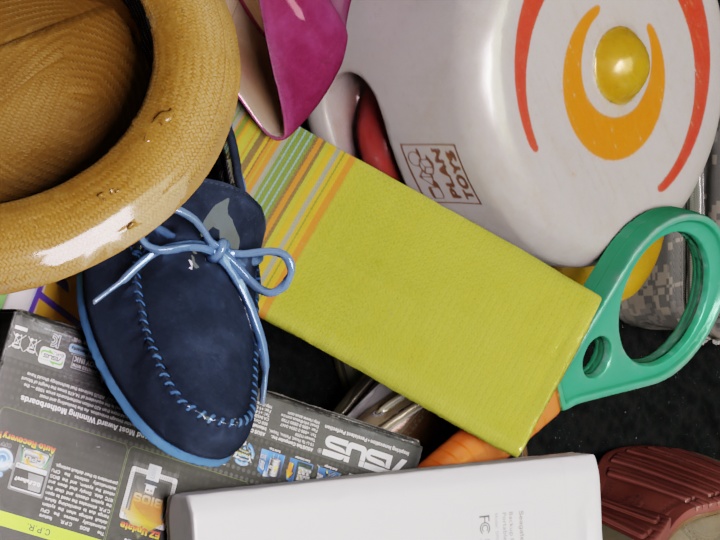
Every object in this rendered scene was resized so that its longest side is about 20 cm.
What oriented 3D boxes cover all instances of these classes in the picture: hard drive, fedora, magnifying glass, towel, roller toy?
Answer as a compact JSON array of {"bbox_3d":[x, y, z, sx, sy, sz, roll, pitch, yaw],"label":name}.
[{"bbox_3d":[0.015,0.150,1.150,0.199,0.026,0.133,-3,91,-31],"label":"hard drive"},{"bbox_3d":[-0.146,-0.062,1.077,0.201,0.200,0.082,-60,168,-24],"label":"fedora"},{"bbox_3d":[0.097,0.042,1.235,0.200,0.022,0.080,-37,130,-28],"label":"magnifying glass"},{"bbox_3d":[0.000,0.000,1.204,0.086,0.199,0.018,-59,174,-19],"label":"towel"},{"bbox_3d":[0.076,-0.092,1.279,0.182,0.139,0.201,14,83,-44],"label":"roller toy"}]

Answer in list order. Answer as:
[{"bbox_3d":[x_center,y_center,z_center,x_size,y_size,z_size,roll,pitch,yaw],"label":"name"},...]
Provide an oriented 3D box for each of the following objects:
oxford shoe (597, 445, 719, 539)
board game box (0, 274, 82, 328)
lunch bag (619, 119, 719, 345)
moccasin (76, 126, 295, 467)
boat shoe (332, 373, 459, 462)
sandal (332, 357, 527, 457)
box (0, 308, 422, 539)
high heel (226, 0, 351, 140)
[{"bbox_3d":[0.141,0.141,1.408,0.200,0.070,0.075,-18,123,-57],"label":"oxford shoe"},{"bbox_3d":[-0.119,0.051,1.177,0.200,0.030,0.096,49,60,-32],"label":"board game box"},{"bbox_3d":[0.244,-0.030,1.431,0.199,0.167,0.140,-2,94,-44],"label":"lunch bag"},{"bbox_3d":[-0.076,-0.016,1.115,0.080,0.068,0.201,18,40,-37],"label":"moccasin"},{"bbox_3d":[-0.005,0.113,1.237,0.075,0.068,0.201,35,80,-18],"label":"boat shoe"},{"bbox_3d":[0.043,0.085,1.316,0.080,0.057,0.202,-42,121,-34],"label":"sandal"},{"bbox_3d":[-0.087,0.135,1.133,0.199,0.047,0.194,19,82,-26],"label":"box"},{"bbox_3d":[-0.078,-0.142,1.168,0.200,0.067,0.096,40,60,-40],"label":"high heel"}]
